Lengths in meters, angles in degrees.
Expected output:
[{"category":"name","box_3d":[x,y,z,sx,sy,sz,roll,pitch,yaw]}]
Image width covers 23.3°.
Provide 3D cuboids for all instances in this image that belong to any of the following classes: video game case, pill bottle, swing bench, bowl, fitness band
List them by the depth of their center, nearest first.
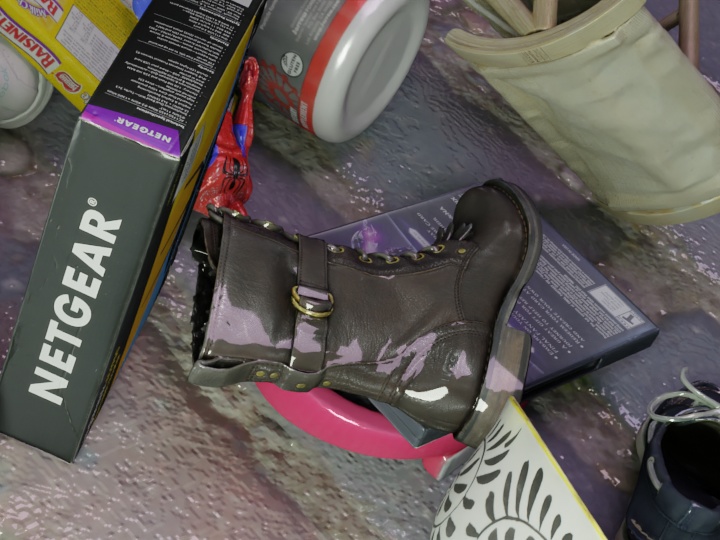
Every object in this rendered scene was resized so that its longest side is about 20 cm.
[{"category":"bowl","box_3d":[0.085,0.166,0.792,0.094,0.201,0.201,-33,58,1]},{"category":"fitness band","box_3d":[0.025,0.039,0.972,0.143,0.038,0.200,40,39,15]},{"category":"video game case","box_3d":[0.056,0.016,0.975,0.199,0.019,0.143,-19,54,-41]},{"category":"pill bottle","box_3d":[-0.067,-0.174,1.087,0.200,0.116,0.116,32,38,16]},{"category":"swing bench","box_3d":[0.145,-0.146,1.115,0.199,0.129,0.201,41,27,-41]}]

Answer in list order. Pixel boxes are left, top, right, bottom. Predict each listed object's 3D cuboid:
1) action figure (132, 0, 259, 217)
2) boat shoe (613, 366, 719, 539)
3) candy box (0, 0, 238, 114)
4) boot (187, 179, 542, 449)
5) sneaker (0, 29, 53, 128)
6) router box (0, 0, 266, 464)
[{"category":"action figure","box_3d":[-0.090,-0.105,0.988,0.065,0.052,0.201,3,72,-52]},{"category":"boat shoe","box_3d":[0.184,0.103,0.959,0.075,0.062,0.200,30,27,11]},{"category":"candy box","box_3d":[-0.152,-0.134,1.001,0.200,0.026,0.102,45,34,-23]},{"category":"boot","box_3d":[0.000,0.000,0.894,0.173,0.069,0.200,18,40,-9]},{"category":"sneaker","box_3d":[-0.261,-0.155,0.966,0.200,0.075,0.088,35,5,7]},{"category":"router box","box_3d":[-0.111,-0.028,0.834,0.051,0.200,0.149,23,39,-2]}]
